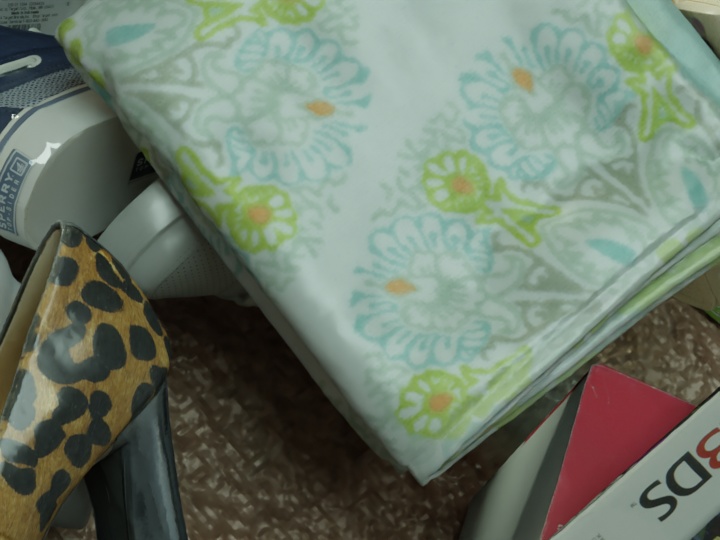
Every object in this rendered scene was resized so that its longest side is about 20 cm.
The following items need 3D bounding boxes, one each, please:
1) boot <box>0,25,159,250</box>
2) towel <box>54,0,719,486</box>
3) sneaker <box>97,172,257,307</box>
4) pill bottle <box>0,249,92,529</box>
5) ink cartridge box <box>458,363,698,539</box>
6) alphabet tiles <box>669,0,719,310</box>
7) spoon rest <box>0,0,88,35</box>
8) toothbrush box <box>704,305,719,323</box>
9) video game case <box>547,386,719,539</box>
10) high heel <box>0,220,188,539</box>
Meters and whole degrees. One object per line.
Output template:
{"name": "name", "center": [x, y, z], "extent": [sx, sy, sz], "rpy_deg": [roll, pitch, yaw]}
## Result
{"name": "boot", "center": [-0.094, -0.067, 0.797], "extent": [0.090, 0.073, 0.200], "rpy_deg": [31, 23, 22]}
{"name": "towel", "center": [0.024, -0.053, 0.708], "extent": [0.171, 0.048, 0.200], "rpy_deg": [-37, 84, -12]}
{"name": "sneaker", "center": [0.000, 0.000, 0.787], "extent": [0.200, 0.074, 0.116], "rpy_deg": [-21, 72, -49]}
{"name": "pill bottle", "center": [-0.185, 0.031, 0.719], "extent": [0.199, 0.112, 0.113], "rpy_deg": [10, 61, -12]}
{"name": "ink cartridge box", "center": [0.128, 0.154, 0.731], "extent": [0.199, 0.145, 0.145], "rpy_deg": [23, 60, -4]}
{"name": "alphabet tiles", "center": [0.097, -0.067, 0.799], "extent": [0.015, 0.200, 0.196], "rpy_deg": [-36, 117, -17]}
{"name": "spoon rest", "center": [-0.101, -0.115, 0.843], "extent": [0.199, 0.100, 0.061], "rpy_deg": [-4, 32, -31]}
{"name": "toothbrush box", "center": [0.192, -0.086, 0.841], "extent": [0.086, 0.200, 0.146], "rpy_deg": [39, 59, 6]}
{"name": "video game case", "center": [0.166, 0.120, 0.654], "extent": [0.181, 0.036, 0.200], "rpy_deg": [-36, 79, -27]}
{"name": "high heel", "center": [-0.140, 0.069, 0.627], "extent": [0.199, 0.071, 0.143], "rpy_deg": [-15, 97, -38]}
